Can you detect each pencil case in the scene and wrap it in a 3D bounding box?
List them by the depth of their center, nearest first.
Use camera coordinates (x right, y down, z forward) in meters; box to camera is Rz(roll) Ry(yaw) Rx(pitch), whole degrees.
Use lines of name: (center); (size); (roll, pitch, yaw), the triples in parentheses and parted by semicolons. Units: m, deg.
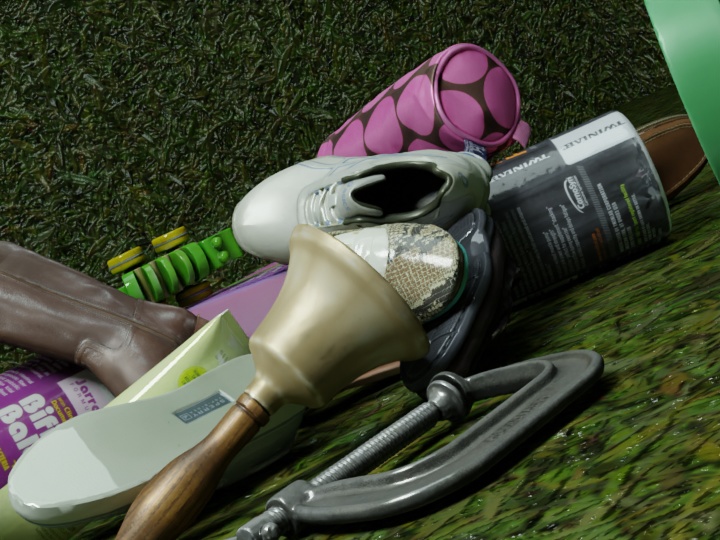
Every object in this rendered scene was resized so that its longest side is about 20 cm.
pencil case: (0.046, -0.102, 1.142); (0.200, 0.093, 0.092); (-23, 45, 58)

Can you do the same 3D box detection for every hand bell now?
hand bell: (-0.065, 0.081, 0.784); (0.200, 0.104, 0.104); (-47, 11, -15)

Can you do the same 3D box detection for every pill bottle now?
pill bottle: (-0.233, 0.124, 1.049); (0.199, 0.113, 0.112); (-28, 6, -36)
pill bottle: (0.123, -0.034, 1.076); (0.198, 0.107, 0.106); (-24, 4, 1)

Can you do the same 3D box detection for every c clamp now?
c clamp: (0.021, 0.085, 0.703); (0.199, 0.027, 0.170); (-28, 6, -38)

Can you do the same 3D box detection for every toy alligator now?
toy alligator: (-0.133, -0.007, 1.148); (0.199, 0.060, 0.054); (-27, 5, -27)

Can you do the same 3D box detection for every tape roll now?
tape roll: (0.255, -0.140, 1.022); (0.048, 0.202, 0.200); (-21, 5, 19)

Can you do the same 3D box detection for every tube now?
tube: (-0.145, 0.106, 0.890); (0.199, 0.052, 0.058); (-38, 2, -7)

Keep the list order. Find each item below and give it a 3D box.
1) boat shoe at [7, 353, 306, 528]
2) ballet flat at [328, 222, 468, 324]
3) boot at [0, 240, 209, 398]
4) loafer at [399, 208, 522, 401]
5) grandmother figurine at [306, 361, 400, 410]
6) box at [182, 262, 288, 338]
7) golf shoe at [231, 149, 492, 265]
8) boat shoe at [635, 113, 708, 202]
boat shoe: (-0.112, 0.115, 0.841); (0.200, 0.072, 0.070); (-21, 41, -36)
ballet flat: (0.000, 0.000, 0.899); (0.075, 0.069, 0.200); (14, -3, -16)
boot: (-0.209, 0.061, 0.989); (0.187, 0.198, 0.065); (-77, 12, -59)
loafer: (0.074, 0.027, 0.895); (0.072, 0.063, 0.200); (-42, 14, 26)
grandmother figurine: (-0.027, 0.071, 0.980); (0.199, 0.061, 0.122); (-28, -19, -16)
box: (-0.038, 0.034, 1.184); (0.175, 0.097, 0.199); (-20, 6, 41)
golf shoe: (-0.009, -0.052, 1.007); (0.198, 0.079, 0.097); (-11, -7, 18)
boat shoe: (0.226, -0.067, 1.240); (0.199, 0.072, 0.068); (-34, 8, 0)
